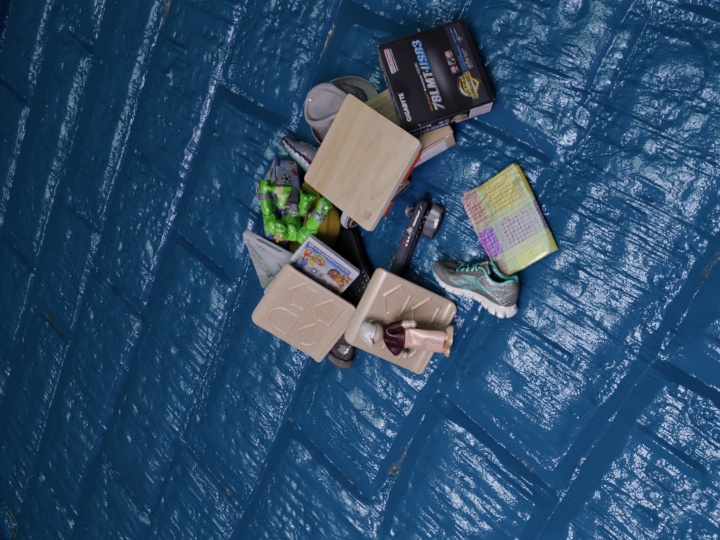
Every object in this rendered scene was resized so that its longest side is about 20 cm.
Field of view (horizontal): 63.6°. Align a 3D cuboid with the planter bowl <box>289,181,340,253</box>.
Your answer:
[{"bbox_3d":[-0.102,-0.111,1.405,0.199,0.081,0.206,-27,60,59],"label":"planter bowl"}]

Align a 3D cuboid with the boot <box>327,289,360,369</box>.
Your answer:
[{"bbox_3d":[-0.061,0.119,1.394,0.198,0.069,0.178,30,118,30],"label":"boot"}]

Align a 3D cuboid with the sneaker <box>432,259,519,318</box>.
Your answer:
[{"bbox_3d":[0.241,0.012,1.188,0.197,0.077,0.093,26,127,23],"label":"sneaker"}]

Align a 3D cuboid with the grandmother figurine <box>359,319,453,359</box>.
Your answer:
[{"bbox_3d":[0.093,0.143,1.233,0.194,0.061,0.124,8,123,2],"label":"grandmother figurine"}]

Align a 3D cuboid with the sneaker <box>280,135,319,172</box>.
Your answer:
[{"bbox_3d":[-0.115,-0.287,1.452,0.087,0.074,0.200,-44,67,0],"label":"sneaker"}]

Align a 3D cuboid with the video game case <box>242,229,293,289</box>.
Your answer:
[{"bbox_3d":[-0.206,0.007,1.461,0.180,0.022,0.203,27,146,31],"label":"video game case"}]

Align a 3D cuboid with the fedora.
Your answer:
[{"bbox_3d":[-0.059,-0.383,1.375,0.196,0.089,0.182,15,93,34],"label":"fedora"}]

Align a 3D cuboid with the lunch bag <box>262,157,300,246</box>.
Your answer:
[{"bbox_3d":[-0.204,-0.164,1.453,0.160,0.074,0.206,142,130,-58],"label":"lunch bag"}]

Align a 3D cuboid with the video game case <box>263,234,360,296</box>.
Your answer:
[{"bbox_3d":[-0.113,0.026,1.327,0.142,0.018,0.200,35,122,-15],"label":"video game case"}]

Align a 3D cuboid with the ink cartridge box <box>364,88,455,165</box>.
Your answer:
[{"bbox_3d":[0.085,-0.307,1.262,0.196,0.075,0.168,-27,77,11],"label":"ink cartridge box"}]

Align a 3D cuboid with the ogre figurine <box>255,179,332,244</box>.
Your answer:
[{"bbox_3d":[-0.154,-0.125,1.302,0.194,0.098,0.123,11,111,9],"label":"ogre figurine"}]

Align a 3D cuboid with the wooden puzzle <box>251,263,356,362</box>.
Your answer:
[{"bbox_3d":[-0.129,0.095,1.337,0.198,0.047,0.186,34,119,-9],"label":"wooden puzzle"}]

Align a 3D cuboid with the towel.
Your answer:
[{"bbox_3d":[0.302,-0.102,1.185,0.142,0.023,0.204,-31,75,30],"label":"towel"}]

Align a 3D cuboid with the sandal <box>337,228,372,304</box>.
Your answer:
[{"bbox_3d":[0.001,-0.001,1.376,0.074,0.047,0.206,-20,79,42],"label":"sandal"}]

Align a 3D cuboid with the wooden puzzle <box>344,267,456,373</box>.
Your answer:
[{"bbox_3d":[0.087,0.110,1.283,0.196,0.046,0.188,25,108,-7],"label":"wooden puzzle"}]

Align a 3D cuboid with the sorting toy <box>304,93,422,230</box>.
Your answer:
[{"bbox_3d":[0.011,-0.220,1.198,0.198,0.069,0.203,39,108,23],"label":"sorting toy"}]

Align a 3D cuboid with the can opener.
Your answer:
[{"bbox_3d":[0.112,-0.065,1.291,0.078,0.063,0.203,36,110,27],"label":"can opener"}]

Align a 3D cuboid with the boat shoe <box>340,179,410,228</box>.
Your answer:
[{"bbox_3d":[0.032,-0.156,1.339,0.200,0.070,0.064,-43,68,25],"label":"boat shoe"}]

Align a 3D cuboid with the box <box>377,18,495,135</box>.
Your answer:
[{"bbox_3d":[0.152,-0.396,1.197,0.193,0.050,0.205,-16,76,-1],"label":"box"}]
